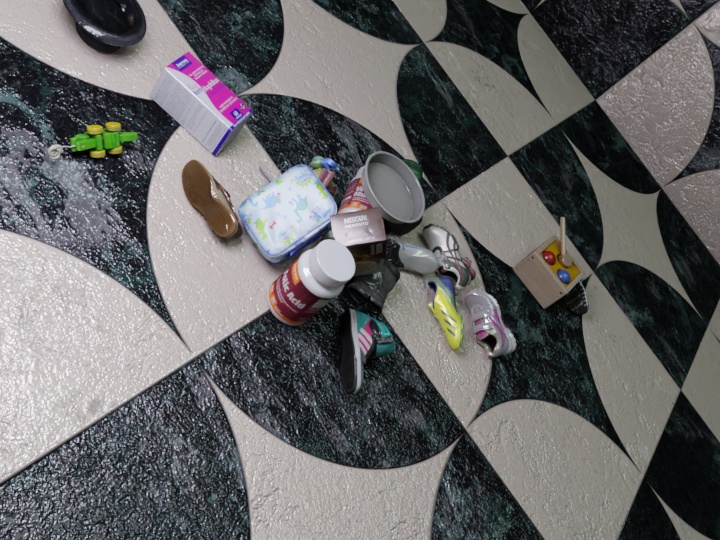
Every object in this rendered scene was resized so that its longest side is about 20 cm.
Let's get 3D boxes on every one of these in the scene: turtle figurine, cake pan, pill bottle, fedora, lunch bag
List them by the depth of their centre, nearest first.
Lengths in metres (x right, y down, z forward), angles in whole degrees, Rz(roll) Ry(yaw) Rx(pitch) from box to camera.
[{"bbox_3d":[-0.104,0.026,1.449,0.113,0.200,0.115,21,50,-28],"label":"pill bottle"},{"bbox_3d":[-0.575,-0.556,1.519,0.199,0.091,0.203,22,50,-28],"label":"fedora"},{"bbox_3d":[-0.157,-0.120,1.521,0.199,0.083,0.161,-36,78,-9],"label":"lunch bag"},{"bbox_3d":[-0.123,-0.165,1.657,0.143,0.198,0.197,13,73,-61],"label":"turtle figurine"},{"bbox_3d":[0.079,-0.202,1.720,0.199,0.037,0.202,24,51,-32],"label":"cake pan"},{"bbox_3d":[0.009,-0.173,1.747,0.109,0.109,0.201,35,46,-17],"label":"pill bottle"}]

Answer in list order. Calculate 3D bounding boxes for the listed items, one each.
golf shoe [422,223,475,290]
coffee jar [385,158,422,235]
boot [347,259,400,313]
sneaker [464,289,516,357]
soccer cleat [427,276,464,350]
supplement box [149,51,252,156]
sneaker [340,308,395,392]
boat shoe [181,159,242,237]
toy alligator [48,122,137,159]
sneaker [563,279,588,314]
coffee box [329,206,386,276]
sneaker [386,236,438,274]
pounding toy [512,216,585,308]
[{"bbox_3d":[0.233,-0.038,1.876,0.201,0.077,0.088,51,50,0],"label":"golf shoe"},{"bbox_3d":[0.118,-0.197,1.861,0.085,0.104,0.202,24,48,-27],"label":"coffee jar"},{"bbox_3d":[0.000,0.000,1.659,0.199,0.070,0.132,38,52,-4],"label":"boot"},{"bbox_3d":[0.336,0.143,1.835,0.088,0.081,0.201,-22,77,-48],"label":"sneaker"},{"bbox_3d":[0.218,0.112,1.784,0.083,0.065,0.202,-3,65,-8],"label":"soccer cleat"},{"bbox_3d":[-0.364,-0.381,1.576,0.200,0.103,0.102,41,44,-9],"label":"supplement box"},{"bbox_3d":[0.020,0.186,1.540,0.119,0.084,0.202,13,53,-22],"label":"sneaker"},{"bbox_3d":[-0.318,-0.152,1.497,0.201,0.072,0.072,52,11,16],"label":"boat shoe"},{"bbox_3d":[-0.543,-0.260,1.379,0.054,0.060,0.199,22,31,33],"label":"toy alligator"},{"bbox_3d":[0.693,0.046,2.211,0.089,0.078,0.202,9,57,-40],"label":"sneaker"},{"bbox_3d":[-0.002,-0.058,1.542,0.113,0.200,0.081,-10,71,-3],"label":"coffee box"},{"bbox_3d":[0.111,-0.043,1.789,0.198,0.072,0.073,20,16,-22],"label":"sneaker"},{"bbox_3d":[0.595,-0.027,2.118,0.185,0.142,0.199,52,45,6],"label":"pounding toy"}]
